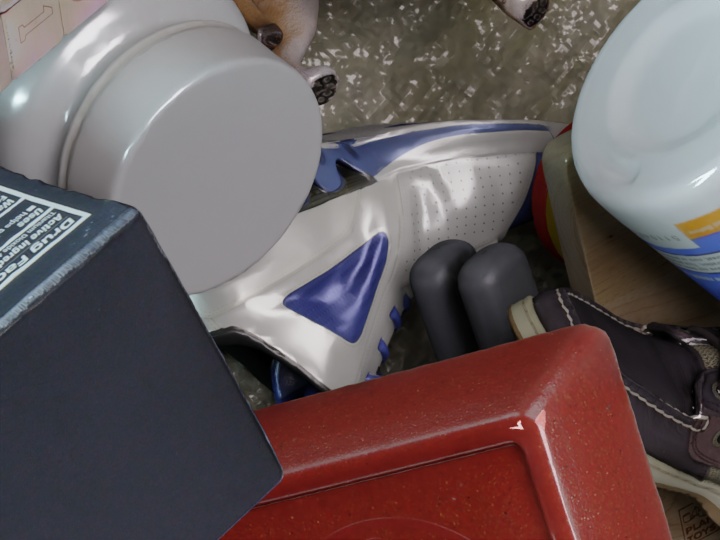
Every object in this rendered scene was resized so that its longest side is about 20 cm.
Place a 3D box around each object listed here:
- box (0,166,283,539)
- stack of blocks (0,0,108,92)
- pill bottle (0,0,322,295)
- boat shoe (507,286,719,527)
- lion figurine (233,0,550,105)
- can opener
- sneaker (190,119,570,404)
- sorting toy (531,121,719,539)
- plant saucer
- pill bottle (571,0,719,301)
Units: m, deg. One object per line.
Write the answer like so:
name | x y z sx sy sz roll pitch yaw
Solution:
box | -0.170 0.065 0.900 0.200 0.198 0.123 -42 124 -23
stack of blocks | -0.141 -0.127 0.974 0.115 0.059 0.200 22 46 26
pill bottle | -0.111 -0.079 1.049 0.114 0.114 0.200 -35 49 -21
boat shoe | 0.133 0.050 1.069 0.200 0.065 0.072 35 24 -38
lion figurine | 0.003 -0.136 1.133 0.200 0.073 0.122 -16 42 -39
can opener | 0.063 0.084 1.121 0.066 0.053 0.200 -33 117 -40
sneaker | -0.001 0.000 1.149 0.199 0.081 0.115 -9 97 -26
sorting toy | 0.166 -0.007 1.164 0.200 0.070 0.199 -25 118 -21
plant saucer | 0.023 0.139 1.022 0.037 0.200 0.200 -25 99 -64
pill bottle | 0.181 -0.022 1.058 0.200 0.112 0.112 36 69 -34
